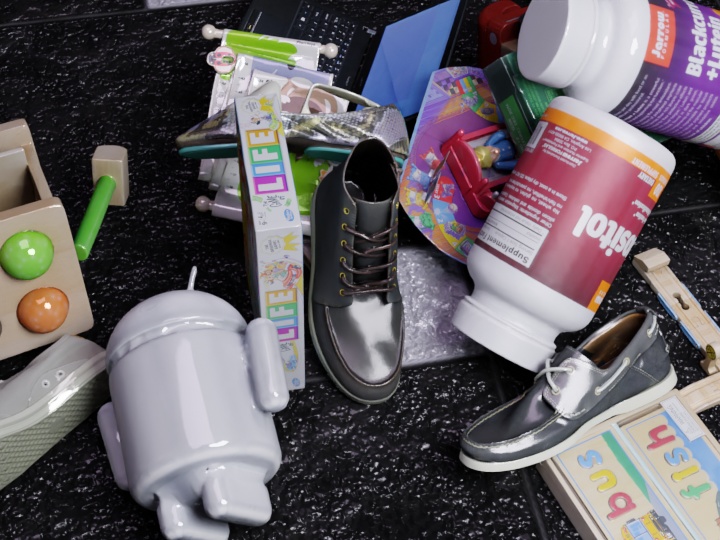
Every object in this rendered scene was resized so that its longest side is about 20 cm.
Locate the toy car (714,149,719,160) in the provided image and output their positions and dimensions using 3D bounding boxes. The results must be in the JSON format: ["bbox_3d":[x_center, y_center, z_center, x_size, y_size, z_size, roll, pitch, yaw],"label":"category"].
[{"bbox_3d":[0.414,-0.123,1.114,0.198,0.177,0.150,0,15,-2],"label":"toy car"}]

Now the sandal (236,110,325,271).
[{"bbox_3d":[-0.053,-0.068,1.109,0.081,0.055,0.201,-29,72,-15],"label":"sandal"}]

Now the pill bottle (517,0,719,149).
[{"bbox_3d":[0.235,-0.175,1.028,0.198,0.112,0.112,11,48,-21],"label":"pill bottle"}]

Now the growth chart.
[{"bbox_3d":[-0.074,-0.124,1.092,0.143,0.018,0.202,3,67,-4],"label":"growth chart"}]

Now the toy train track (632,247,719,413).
[{"bbox_3d":[0.293,0.051,1.031,0.114,0.033,0.201,-20,54,-16],"label":"toy train track"}]

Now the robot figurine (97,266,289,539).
[{"bbox_3d":[-0.126,0.100,0.918,0.169,0.113,0.201,-27,61,18],"label":"robot figurine"}]

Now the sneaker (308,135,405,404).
[{"bbox_3d":[0.000,0.000,0.987,0.074,0.106,0.202,-5,73,-15],"label":"sneaker"}]

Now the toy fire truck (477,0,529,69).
[{"bbox_3d":[0.179,-0.260,1.235,0.175,0.130,0.200,-22,37,-23],"label":"toy fire truck"}]

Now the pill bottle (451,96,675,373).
[{"bbox_3d":[0.156,-0.026,0.989,0.112,0.113,0.201,30,96,21],"label":"pill bottle"}]

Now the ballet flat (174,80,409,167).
[{"bbox_3d":[-0.056,-0.124,1.045,0.198,0.072,0.073,2,51,-11],"label":"ballet flat"}]

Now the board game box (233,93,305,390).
[{"bbox_3d":[-0.070,-0.017,0.968,0.034,0.201,0.135,-7,51,-8],"label":"board game box"}]

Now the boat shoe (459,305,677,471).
[{"bbox_3d":[0.156,0.091,0.961,0.199,0.068,0.072,-25,24,-21],"label":"boat shoe"}]

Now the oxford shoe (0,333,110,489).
[{"bbox_3d":[-0.269,0.115,0.938,0.058,0.076,0.200,36,51,17],"label":"oxford shoe"}]

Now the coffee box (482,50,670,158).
[{"bbox_3d":[0.215,-0.156,1.105,0.199,0.044,0.124,-24,90,-29],"label":"coffee box"}]

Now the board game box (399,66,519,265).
[{"bbox_3d":[0.122,-0.097,1.088,0.157,0.039,0.201,25,62,-13],"label":"board game box"}]

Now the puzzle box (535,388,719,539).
[{"bbox_3d":[0.237,0.192,0.921,0.132,0.026,0.201,-22,55,-17],"label":"puzzle box"}]

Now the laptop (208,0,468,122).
[{"bbox_3d":[-0.019,-0.218,1.188,0.198,0.104,0.178,23,51,-5],"label":"laptop"}]

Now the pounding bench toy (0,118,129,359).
[{"bbox_3d":[-0.264,-0.027,0.997,0.198,0.125,0.156,-19,40,-16],"label":"pounding bench toy"}]
